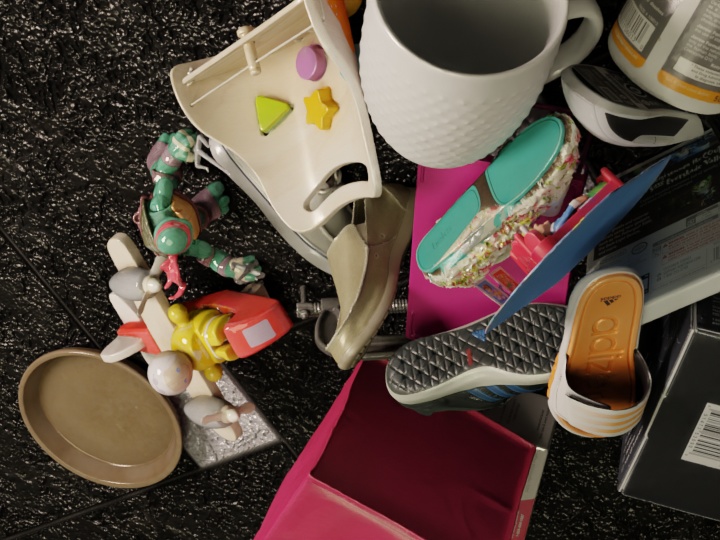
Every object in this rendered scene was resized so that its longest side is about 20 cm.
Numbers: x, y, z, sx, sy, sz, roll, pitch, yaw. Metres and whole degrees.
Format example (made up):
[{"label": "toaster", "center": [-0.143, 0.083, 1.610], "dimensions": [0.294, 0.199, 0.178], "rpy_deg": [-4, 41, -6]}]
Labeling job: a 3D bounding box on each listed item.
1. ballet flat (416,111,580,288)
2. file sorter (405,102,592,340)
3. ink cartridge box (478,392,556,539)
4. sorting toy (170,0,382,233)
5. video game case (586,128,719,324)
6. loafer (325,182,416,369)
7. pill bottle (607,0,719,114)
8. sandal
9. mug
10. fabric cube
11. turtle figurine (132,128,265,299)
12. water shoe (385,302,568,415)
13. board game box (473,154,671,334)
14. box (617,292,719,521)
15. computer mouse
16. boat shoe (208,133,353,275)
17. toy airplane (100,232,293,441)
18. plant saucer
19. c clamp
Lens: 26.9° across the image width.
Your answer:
[{"label": "ballet flat", "center": [0.122, -0.053, 1.209], "dimensions": [0.064, 0.076, 0.200], "rpy_deg": [18, 137, -30]}, {"label": "file sorter", "center": [0.128, -0.039, 1.330], "dimensions": [0.138, 0.126, 0.201], "rpy_deg": [12, 127, 13]}, {"label": "ink cartridge box", "center": [0.089, 0.181, 1.532], "dimensions": [0.199, 0.084, 0.145], "rpy_deg": [15, 127, 9]}, {"label": "sorting toy", "center": [-0.045, -0.131, 1.280], "dimensions": [0.200, 0.107, 0.181], "rpy_deg": [-24, 83, 46]}, {"label": "video game case", "center": [0.273, -0.044, 1.238], "dimensions": [0.200, 0.182, 0.023], "rpy_deg": [-27, 124, 34]}, {"label": "loafer", "center": [0.000, 0.000, 1.359], "dimensions": [0.068, 0.200, 0.076], "rpy_deg": [22, 144, -4]}, {"label": "pill bottle", "center": [0.279, -0.228, 1.136], "dimensions": [0.116, 0.116, 0.200], "rpy_deg": [27, 123, 0]}, {"label": "sandal", "center": [0.194, 0.084, 1.200], "dimensions": [0.079, 0.059, 0.207], "rpy_deg": [-9, 137, -2]}, {"label": "mug", "center": [0.095, -0.168, 1.170], "dimensions": [0.199, 0.148, 0.175], "rpy_deg": [-15, 157, -14]}, {"label": "fabric cube", "center": [0.022, 0.240, 1.416], "dimensions": [0.196, 0.200, 0.200], "rpy_deg": [31, 127, -2]}, {"label": "turtle figurine", "center": [-0.158, -0.055, 1.374], "dimensions": [0.100, 0.200, 0.150], "rpy_deg": [-19, 112, -1]}, {"label": "water shoe", "center": [0.122, 0.079, 1.305], "dimensions": [0.199, 0.072, 0.079], "rpy_deg": [-10, 153, 19]}, {"label": "board game box", "center": [0.157, -0.034, 1.162], "dimensions": [0.039, 0.200, 0.158], "rpy_deg": [45, 126, 11]}, {"label": "box", "center": [0.312, 0.074, 1.296], "dimensions": [0.123, 0.197, 0.200], "rpy_deg": [15, 129, 1]}, {"label": "computer mouse", "center": [0.228, -0.121, 1.181], "dimensions": [0.199, 0.110, 0.044], "rpy_deg": [4, 126, -36]}, {"label": "boat shoe", "center": [-0.050, -0.076, 1.408], "dimensions": [0.200, 0.071, 0.070], "rpy_deg": [47, 130, -8]}, {"label": "toy airplane", "center": [-0.185, 0.073, 1.517], "dimensions": [0.199, 0.141, 0.199], "rpy_deg": [26, 130, 0]}, {"label": "plant saucer", "center": [-0.290, 0.163, 1.694], "dimensions": [0.199, 0.030, 0.201], "rpy_deg": [10, 127, 14]}, {"label": "c clamp", "center": [0.032, 0.042, 1.430], "dimensions": [0.199, 0.171, 0.027], "rpy_deg": [0, 112, 4]}]
